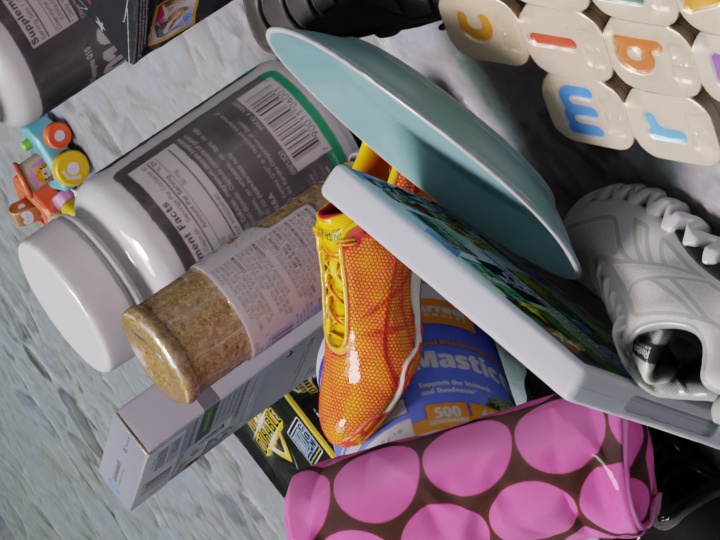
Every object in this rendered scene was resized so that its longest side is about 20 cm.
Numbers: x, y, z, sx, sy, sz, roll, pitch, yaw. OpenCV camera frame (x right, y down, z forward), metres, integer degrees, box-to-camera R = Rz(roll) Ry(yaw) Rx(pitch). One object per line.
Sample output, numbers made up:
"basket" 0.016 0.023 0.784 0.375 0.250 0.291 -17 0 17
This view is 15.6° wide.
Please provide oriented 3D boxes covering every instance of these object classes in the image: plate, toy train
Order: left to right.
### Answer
"toy train" -0.278 -0.075 2.254 0.150 0.056 0.200 44 159 30
"plate" 0.037 -0.066 1.319 0.200 0.026 0.200 38 174 5

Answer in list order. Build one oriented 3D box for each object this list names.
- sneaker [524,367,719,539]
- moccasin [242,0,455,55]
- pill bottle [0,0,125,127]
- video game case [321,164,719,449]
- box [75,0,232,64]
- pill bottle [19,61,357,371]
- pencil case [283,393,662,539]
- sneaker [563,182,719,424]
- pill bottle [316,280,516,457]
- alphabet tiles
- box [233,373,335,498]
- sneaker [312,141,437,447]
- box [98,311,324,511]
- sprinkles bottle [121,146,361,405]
"sneaker" 0.152 0.108 1.465 0.200 0.076 0.088 34 148 48
"moccasin" 0.024 -0.151 1.326 0.201 0.078 0.074 -22 87 53
"pill bottle" -0.207 -0.163 1.680 0.113 0.200 0.113 47 161 22
"video game case" 0.096 0.022 1.370 0.200 0.022 0.182 41 -166 37
"box" -0.146 -0.247 1.519 0.200 0.115 0.132 49 160 14
"pill bottle" -0.103 -0.032 1.627 0.113 0.200 0.113 48 161 22
"pencil case" 0.064 0.126 1.416 0.091 0.200 0.094 -40 -68 -74
"sneaker" 0.149 0.016 1.293 0.200 0.081 0.075 30 152 55
"pill bottle" 0.035 0.079 1.568 0.200 0.112 0.112 -106 -3 -50
"alphabet tiles" 0.104 -0.134 1.180 0.195 0.015 0.200 13 139 40
"box" -0.049 0.117 2.028 0.160 0.049 0.200 50 162 9
"sneaker" 0.000 0.000 1.483 0.073 0.077 0.200 17 97 58
"box" -0.084 0.074 1.789 0.041 0.200 0.156 52 162 9
"sprinkles bottle" -0.043 -0.002 1.552 0.068 0.200 0.068 47 160 23
